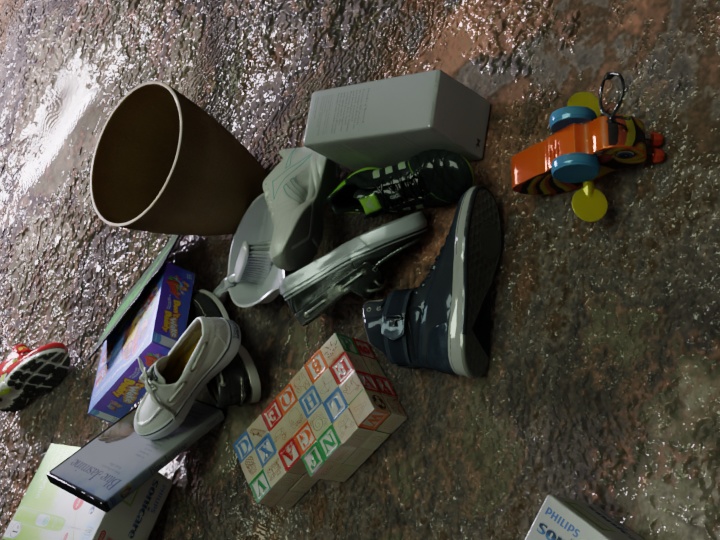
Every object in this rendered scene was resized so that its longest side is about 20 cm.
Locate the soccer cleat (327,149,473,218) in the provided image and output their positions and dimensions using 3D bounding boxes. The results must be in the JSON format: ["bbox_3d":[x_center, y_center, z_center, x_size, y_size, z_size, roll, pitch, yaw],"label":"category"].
[{"bbox_3d":[0.044,-0.090,1.235,0.199,0.081,0.068,-5,114,50],"label":"soccer cleat"}]

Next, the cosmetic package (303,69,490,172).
[{"bbox_3d":[0.039,-0.169,1.264,0.198,0.101,0.072,0,74,43],"label":"cosmetic package"}]

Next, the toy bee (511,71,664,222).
[{"bbox_3d":[0.237,-0.113,1.072,0.200,0.107,0.133,-168,88,-70],"label":"toy bee"}]

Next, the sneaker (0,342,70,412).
[{"bbox_3d":[-0.528,0.149,1.716,0.199,0.077,0.086,-31,51,32],"label":"sneaker"}]

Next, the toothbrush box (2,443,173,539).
[{"bbox_3d":[-0.366,0.322,1.465,0.198,0.086,0.147,-1,56,42],"label":"toothbrush box"}]

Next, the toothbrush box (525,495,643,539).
[{"bbox_3d":[0.190,0.324,0.950,0.145,0.086,0.202,34,98,45],"label":"toothbrush box"}]

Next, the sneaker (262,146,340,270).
[{"bbox_3d":[-0.082,-0.077,1.323,0.079,0.071,0.202,2,46,16],"label":"sneaker"}]

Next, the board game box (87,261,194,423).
[{"bbox_3d":[-0.296,0.100,1.477,0.200,0.044,0.136,-43,32,40],"label":"board game box"}]

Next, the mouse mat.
[{"bbox_3d":[-0.309,0.024,1.529,0.200,0.007,0.161,-49,14,25],"label":"mouse mat"}]

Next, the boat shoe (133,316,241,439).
[{"bbox_3d":[-0.235,0.130,1.336,0.202,0.086,0.075,-45,49,24],"label":"boat shoe"}]

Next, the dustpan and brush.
[{"bbox_3d":[-0.153,0.004,1.413,0.200,0.056,0.141,122,145,-55],"label":"dustpan and brush"}]

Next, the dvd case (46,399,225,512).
[{"bbox_3d":[-0.288,0.224,1.403,0.142,0.018,0.199,10,38,44],"label":"dvd case"}]

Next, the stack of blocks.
[{"bbox_3d":[-0.050,0.185,1.255,0.200,0.058,0.116,-48,49,21],"label":"stack of blocks"}]

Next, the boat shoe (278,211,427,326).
[{"bbox_3d":[0.000,0.000,1.272,0.198,0.072,0.072,-29,88,22],"label":"boat shoe"}]

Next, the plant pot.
[{"bbox_3d":[-0.217,-0.119,1.421,0.185,0.199,0.189,-17,64,38],"label":"plant pot"}]

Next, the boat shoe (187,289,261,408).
[{"bbox_3d":[-0.193,0.100,1.408,0.201,0.060,0.075,55,145,37],"label":"boat shoe"}]

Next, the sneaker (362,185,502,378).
[{"bbox_3d":[0.074,0.009,1.186,0.145,0.076,0.205,0,77,41],"label":"sneaker"}]
